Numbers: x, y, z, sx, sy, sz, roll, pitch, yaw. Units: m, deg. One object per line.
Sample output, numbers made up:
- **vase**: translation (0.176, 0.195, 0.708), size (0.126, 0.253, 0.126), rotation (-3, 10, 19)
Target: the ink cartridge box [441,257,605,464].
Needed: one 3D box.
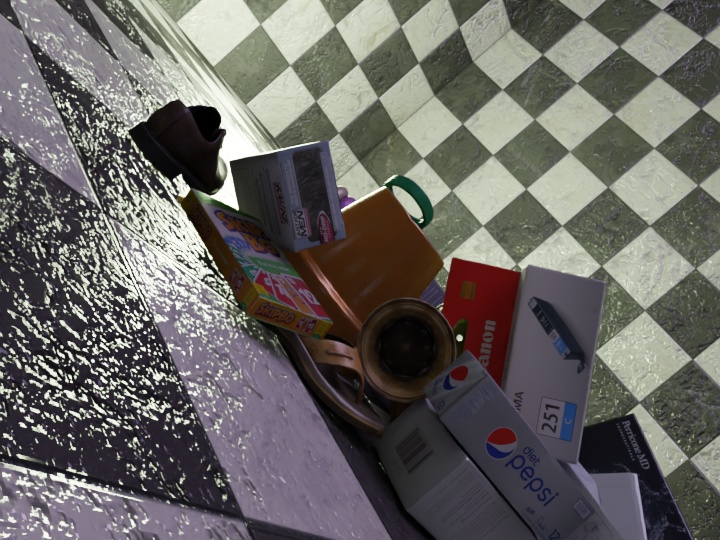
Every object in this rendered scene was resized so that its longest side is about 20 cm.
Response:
- **ink cartridge box**: translation (0.170, 0.095, 0.821), size (0.172, 0.205, 0.045), rotation (12, -9, 4)

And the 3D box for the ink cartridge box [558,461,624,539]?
- **ink cartridge box**: translation (0.213, 0.307, 0.813), size (0.056, 0.164, 0.201), rotation (27, 14, -28)

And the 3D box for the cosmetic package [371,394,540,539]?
- **cosmetic package**: translation (0.108, 0.241, 0.770), size (0.200, 0.081, 0.113), rotation (49, 3, -32)

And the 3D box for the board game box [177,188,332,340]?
- **board game box**: translation (-0.107, -0.013, 0.712), size (0.095, 0.030, 0.200), rotation (25, 16, -45)

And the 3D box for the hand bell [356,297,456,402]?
- **hand bell**: translation (0.054, 0.084, 0.845), size (0.105, 0.104, 0.200), rotation (51, 2, 4)

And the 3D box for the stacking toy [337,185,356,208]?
- **stacking toy**: translation (0.011, -0.026, 1.070), size (0.200, 0.085, 0.085), rotation (46, 3, 6)

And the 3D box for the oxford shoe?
- **oxford shoe**: translation (-0.178, -0.138, 0.828), size (0.073, 0.084, 0.200), rotation (49, 2, 6)

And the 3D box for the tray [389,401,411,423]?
- **tray**: translation (0.087, 0.223, 1.048), size (0.099, 0.037, 0.200), rotation (52, 3, 2)

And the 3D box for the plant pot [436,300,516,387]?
- **plant pot**: translation (0.163, 0.118, 0.938), size (0.202, 0.199, 0.193), rotation (51, -5, 9)

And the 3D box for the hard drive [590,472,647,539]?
- **hard drive**: translation (0.265, 0.332, 0.846), size (0.202, 0.129, 0.027), rotation (-80, 156, -45)

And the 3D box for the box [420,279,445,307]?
- **box**: translation (0.059, 0.055, 1.296), size (0.201, 0.107, 0.148), rotation (52, -28, 2)

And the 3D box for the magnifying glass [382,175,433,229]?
- **magnifying glass**: translation (0.052, -0.076, 1.031), size (0.080, 0.022, 0.200), rotation (46, -20, 3)

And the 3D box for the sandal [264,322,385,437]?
- **sandal**: translation (-0.036, 0.080, 0.730), size (0.201, 0.054, 0.080), rotation (53, 4, 7)

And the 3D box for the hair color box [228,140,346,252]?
- **hair color box**: translation (-0.086, -0.082, 0.808), size (0.199, 0.059, 0.101), rotation (-167, -116, -66)

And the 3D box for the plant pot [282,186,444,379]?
- **plant pot**: translation (0.000, 0.000, 0.933), size (0.201, 0.182, 0.200), rotation (50, 4, -5)

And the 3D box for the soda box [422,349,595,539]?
- **soda box**: translation (0.148, 0.179, 0.732), size (0.201, 0.063, 0.068), rotation (51, 1, -17)

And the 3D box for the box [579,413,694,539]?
- **box**: translation (0.300, 0.320, 0.954), size (0.199, 0.196, 0.119), rotation (-100, 171, -48)
